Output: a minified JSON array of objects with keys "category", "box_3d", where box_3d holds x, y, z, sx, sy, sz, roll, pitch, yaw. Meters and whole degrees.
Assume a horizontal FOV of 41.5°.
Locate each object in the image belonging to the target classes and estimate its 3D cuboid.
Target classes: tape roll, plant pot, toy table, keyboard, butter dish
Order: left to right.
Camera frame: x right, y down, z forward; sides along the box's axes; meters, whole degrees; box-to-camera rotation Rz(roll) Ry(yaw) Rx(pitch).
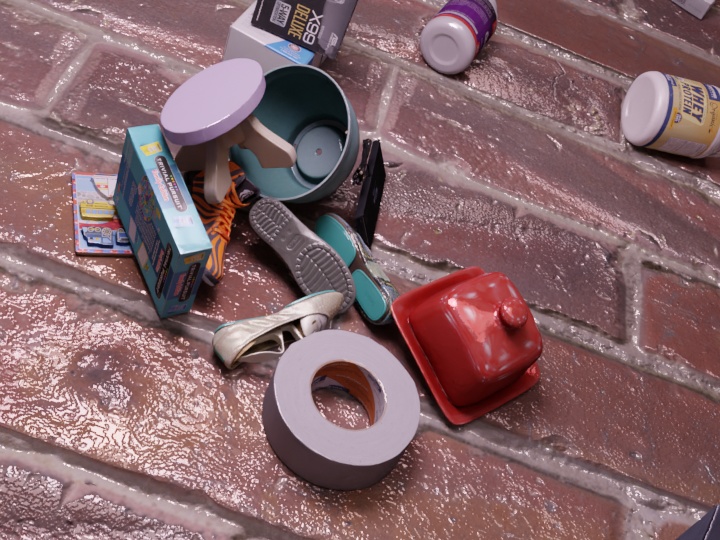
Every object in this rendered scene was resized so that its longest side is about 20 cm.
[{"category":"toy table","box_3d":[-0.185,-0.189,1.284,0.182,0.118,0.201,8,42,27]},{"category":"plant pot","box_3d":[-0.082,-0.190,1.429,0.201,0.200,0.134,50,11,22]},{"category":"tape roll","box_3d":[-0.025,0.177,1.227,0.197,0.066,0.202,12,48,-14]},{"category":"keyboard","box_3d":[0.012,-0.137,1.476,0.020,0.128,0.201,-2,41,12]},{"category":"butter dish","box_3d":[0.176,0.082,1.320,0.198,0.148,0.202,-21,78,-35]}]

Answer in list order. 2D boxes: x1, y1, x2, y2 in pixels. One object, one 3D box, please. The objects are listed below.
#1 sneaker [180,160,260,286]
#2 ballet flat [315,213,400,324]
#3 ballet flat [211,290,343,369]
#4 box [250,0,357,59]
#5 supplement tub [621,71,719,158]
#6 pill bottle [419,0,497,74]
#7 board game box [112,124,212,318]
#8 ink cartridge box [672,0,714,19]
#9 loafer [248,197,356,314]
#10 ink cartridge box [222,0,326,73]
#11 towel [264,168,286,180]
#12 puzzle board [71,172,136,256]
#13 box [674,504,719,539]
[{"category":"sneaker","box_3d":[-0.192,-0.080,1.314,0.111,0.078,0.202,-22,58,8]},{"category":"ballet flat","box_3d":[0.000,0.000,1.401,0.073,0.075,0.201,-13,59,-31]},{"category":"ballet flat","box_3d":[-0.102,0.085,1.276,0.198,0.068,0.063,-18,58,-23]},{"category":"box","box_3d":[-0.077,-0.465,1.547,0.156,0.201,0.050,23,42,-5]},{"category":"supplement tub","box_3d":[0.632,-0.302,1.870,0.197,0.145,0.146,9,48,-16]},{"category":"pill bottle","box_3d":[0.199,-0.473,1.852,0.112,0.113,0.201,31,46,5]},{"category":"board game box","box_3d":[-0.264,-0.064,1.252,0.046,0.151,0.202,-13,63,-30]},{"category":"ink cartridge box","box_3d":[0.848,-0.709,2.379,0.108,0.051,0.200,37,48,10]},{"category":"loafer","box_3d":[-0.078,-0.023,1.368,0.075,0.070,0.201,-39,88,2]},{"category":"ink cartridge box","box_3d":[-0.132,-0.410,1.673,0.144,0.084,0.201,28,46,2]},{"category":"towel","box_3d":[-0.181,-0.226,1.539,0.151,0.024,0.202,15,45,-12]},{"category":"puzzle board","box_3d":[-0.309,-0.082,1.362,0.197,0.017,0.152,2,51,-23]},{"category":"box","box_3d":[0.430,0.422,1.119,0.196,0.201,0.124,38,45,10]}]
